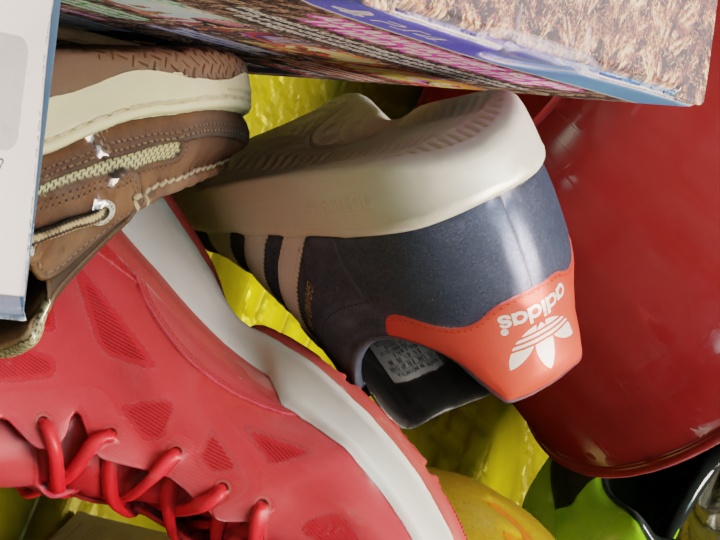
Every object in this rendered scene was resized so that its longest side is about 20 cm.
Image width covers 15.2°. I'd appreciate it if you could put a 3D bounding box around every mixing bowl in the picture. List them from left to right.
[{"bbox_3d":[0.088,-0.043,0.907,0.108,0.200,0.201,36,64,-24],"label":"mixing bowl"}]

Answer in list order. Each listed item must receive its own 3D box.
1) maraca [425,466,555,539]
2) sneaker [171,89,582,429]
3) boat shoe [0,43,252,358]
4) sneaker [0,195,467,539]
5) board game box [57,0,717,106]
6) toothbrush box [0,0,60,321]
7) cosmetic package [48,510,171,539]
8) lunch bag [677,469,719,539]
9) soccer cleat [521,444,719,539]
[{"bbox_3d":[0.026,0.132,0.855,0.200,0.107,0.138,-107,-178,-80],"label":"maraca"},{"bbox_3d":[0.000,0.000,0.764,0.075,0.200,0.085,-27,102,-17],"label":"sneaker"},{"bbox_3d":[-0.095,-0.017,0.654,0.202,0.075,0.075,-10,101,-58],"label":"boat shoe"},{"bbox_3d":[-0.066,0.056,0.723,0.115,0.200,0.078,-35,163,-34],"label":"sneaker"},{"bbox_3d":[-0.028,-0.107,0.697,0.159,0.200,0.097,9,88,-55],"label":"board game box"},{"bbox_3d":[-0.177,-0.045,0.498,0.146,0.200,0.086,8,90,-56],"label":"toothbrush box"},{"bbox_3d":[-0.042,0.173,0.824,0.051,0.082,0.200,-45,129,-42],"label":"cosmetic package"},{"bbox_3d":[0.187,0.154,1.114,0.200,0.117,0.165,-25,117,-55],"label":"lunch bag"},{"bbox_3d":[0.112,0.034,0.968,0.067,0.081,0.200,35,53,-20],"label":"soccer cleat"}]
